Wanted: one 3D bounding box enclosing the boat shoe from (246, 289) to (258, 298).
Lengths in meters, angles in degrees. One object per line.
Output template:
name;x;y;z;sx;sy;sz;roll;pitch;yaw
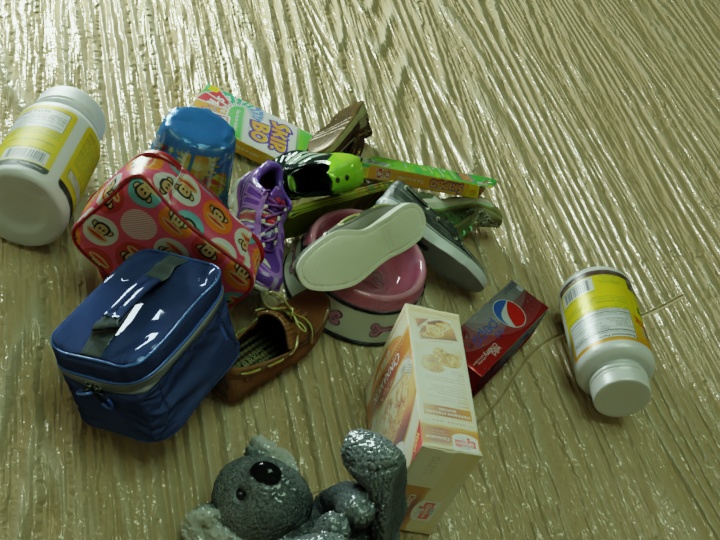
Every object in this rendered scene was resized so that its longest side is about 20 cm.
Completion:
boat shoe;-0.207;-0.014;1.314;0.197;0.066;0.074;7;43;-21

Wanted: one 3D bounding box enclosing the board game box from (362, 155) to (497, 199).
board game box;0.102;-0.138;1.568;0.197;0.030;0.096;9;14;11

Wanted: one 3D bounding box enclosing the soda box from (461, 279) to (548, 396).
soda box;0.171;0.094;1.404;0.070;0.064;0.199;38;42;15

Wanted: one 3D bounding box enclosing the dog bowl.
dog bowl;0.000;0.000;1.404;0.197;0.074;0.202;15;42;-14

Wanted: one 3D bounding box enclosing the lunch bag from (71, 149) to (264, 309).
lunch bag;-0.228;-0.022;1.220;0.200;0.175;0.082;44;32;-21

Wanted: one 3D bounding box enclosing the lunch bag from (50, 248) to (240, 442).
lunch bag;-0.231;0.074;1.118;0.134;0.134;0.201;9;40;25

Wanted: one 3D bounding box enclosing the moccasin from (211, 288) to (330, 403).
moccasin;-0.103;0.075;1.258;0.074;0.078;0.200;43;46;17

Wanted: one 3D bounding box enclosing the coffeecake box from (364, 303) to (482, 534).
coffeecake box;0.065;0.168;1.200;0.072;0.155;0.202;11;42;-15

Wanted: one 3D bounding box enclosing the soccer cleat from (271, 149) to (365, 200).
soccer cleat;-0.080;-0.127;1.427;0.080;0.069;0.198;-20;14;-42

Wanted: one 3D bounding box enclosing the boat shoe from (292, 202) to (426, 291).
boat shoe;-0.008;-0.031;1.329;0.200;0.073;0.060;-27;21;-30

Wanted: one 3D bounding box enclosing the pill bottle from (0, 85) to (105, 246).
pill bottle;-0.388;-0.135;1.308;0.113;0.115;0.201;19;41;-8

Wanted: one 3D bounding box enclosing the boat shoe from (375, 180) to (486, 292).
boat shoe;0.107;-0.048;1.473;0.199;0.068;0.057;40;65;-16

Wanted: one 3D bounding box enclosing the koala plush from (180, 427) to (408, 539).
koala plush;-0.070;0.253;1.063;0.198;0.185;0.178;18;49;23

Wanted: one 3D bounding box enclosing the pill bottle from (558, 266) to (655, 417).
pill bottle;0.340;0.098;1.453;0.108;0.110;0.202;13;42;-15

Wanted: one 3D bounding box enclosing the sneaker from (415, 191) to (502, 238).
sneaker;0.125;-0.060;1.557;0.197;0.077;0.090;2;77;-29

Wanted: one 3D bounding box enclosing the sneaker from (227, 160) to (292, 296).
sneaker;-0.123;-0.060;1.326;0.080;0.083;0.202;22;43;-35

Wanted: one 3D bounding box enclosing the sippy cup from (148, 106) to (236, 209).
sippy cup;-0.223;-0.136;1.379;0.138;0.131;0.179;-9;49;-35

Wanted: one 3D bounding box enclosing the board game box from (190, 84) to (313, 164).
board game box;-0.156;-0.202;1.560;0.198;0.030;0.096;28;40;-3

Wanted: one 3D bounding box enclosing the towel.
towel;-0.040;-0.077;1.455;0.198;0.086;0.018;-18;69;-39

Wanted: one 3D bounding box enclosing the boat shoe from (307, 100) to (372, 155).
boat shoe;-0.021;-0.193;1.592;0.073;0.071;0.200;63;22;-17
